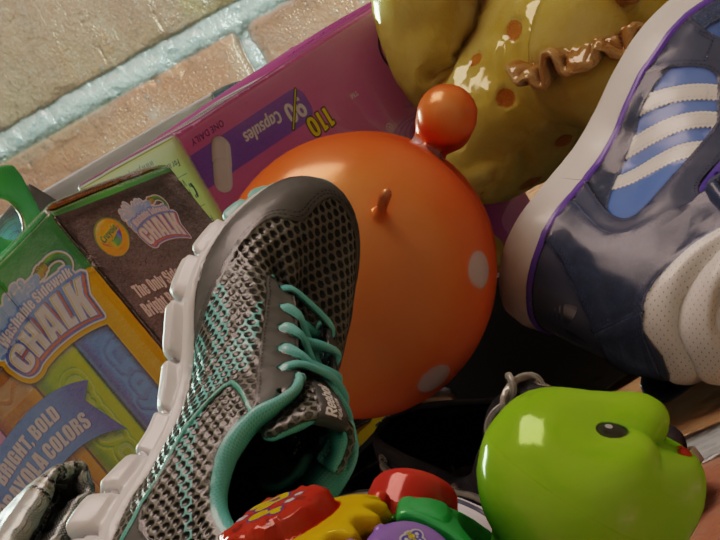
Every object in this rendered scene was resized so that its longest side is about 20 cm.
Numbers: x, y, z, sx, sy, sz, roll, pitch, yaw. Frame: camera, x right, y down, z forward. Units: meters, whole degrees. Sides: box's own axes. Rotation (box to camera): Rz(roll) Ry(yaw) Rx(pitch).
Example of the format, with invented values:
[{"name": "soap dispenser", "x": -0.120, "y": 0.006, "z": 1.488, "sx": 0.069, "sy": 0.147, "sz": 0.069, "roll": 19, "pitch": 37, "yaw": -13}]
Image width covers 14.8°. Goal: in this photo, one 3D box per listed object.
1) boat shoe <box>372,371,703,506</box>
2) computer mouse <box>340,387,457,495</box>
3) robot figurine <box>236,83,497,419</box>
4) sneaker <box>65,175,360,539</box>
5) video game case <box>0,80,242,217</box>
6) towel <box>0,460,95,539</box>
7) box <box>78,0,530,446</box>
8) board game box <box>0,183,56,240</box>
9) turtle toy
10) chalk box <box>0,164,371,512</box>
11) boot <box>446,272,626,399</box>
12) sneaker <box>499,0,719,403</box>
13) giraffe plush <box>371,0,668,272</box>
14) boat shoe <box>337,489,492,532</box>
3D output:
[{"name": "boat shoe", "x": 0.058, "y": 0.074, "z": 1.060, "sx": 0.072, "sy": 0.063, "sz": 0.200, "roll": -35, "pitch": 6, "yaw": -24}, {"name": "computer mouse", "x": -0.009, "y": 0.107, "z": 1.209, "sx": 0.140, "sy": 0.046, "sz": 0.200, "roll": -39, "pitch": -5, "yaw": 6}, {"name": "robot figurine", "x": 0.000, "y": 0.002, "z": 1.142, "sx": 0.143, "sy": 0.117, "sz": 0.200, "roll": -24, "pitch": 2, "yaw": 4}, {"name": "sneaker", "x": -0.029, "y": 0.050, "z": 0.969, "sx": 0.091, "sy": 0.078, "sz": 0.201, "roll": -14, "pitch": 46, "yaw": 45}, {"name": "video game case", "x": -0.096, "y": 0.027, "z": 1.520, "sx": 0.181, "sy": 0.201, "sz": 0.045, "roll": -28, "pitch": 0, "yaw": 27}, {"name": "towel", "x": -0.179, "y": 0.179, "z": 1.025, "sx": 0.193, "sy": 0.034, "sz": 0.201, "roll": -47, "pitch": 12, "yaw": 54}, {"name": "box", "x": -0.009, "y": -0.008, "z": 1.390, "sx": 0.176, "sy": 0.201, "sz": 0.096, "roll": -35, "pitch": 8, "yaw": -38}, {"name": "board game box", "x": -0.134, "y": 0.056, "z": 1.452, "sx": 0.136, "sy": 0.199, "sz": 0.028, "roll": -53, "pitch": -18, "yaw": -24}, {"name": "turtle toy", "x": 0.014, "y": 0.106, "z": 0.831, "sx": 0.199, "sy": 0.102, "sz": 0.146, "roll": -24, "pitch": 7, "yaw": 5}, {"name": "chalk box", "x": -0.118, "y": 0.040, "z": 1.251, "sx": 0.124, "sy": 0.200, "sz": 0.124, "roll": -44, "pitch": -8, "yaw": 24}, {"name": "boot", "x": 0.132, "y": 0.002, "z": 1.324, "sx": 0.199, "sy": 0.070, "sz": 0.174, "roll": -22, "pitch": 6, "yaw": 17}, {"name": "sneaker", "x": 0.164, "y": -0.033, "z": 1.162, "sx": 0.146, "sy": 0.081, "sz": 0.200, "roll": 17, "pitch": 56, "yaw": 36}, {"name": "giraffe plush", "x": 0.101, "y": -0.109, "z": 1.329, "sx": 0.162, "sy": 0.173, "sz": 0.200, "roll": -23, "pitch": 25, "yaw": 48}, {"name": "boat shoe", "x": 0.010, "y": 0.105, "z": 1.001, "sx": 0.067, "sy": 0.074, "sz": 0.200, "roll": -38, "pitch": 8, "yaw": -31}]
